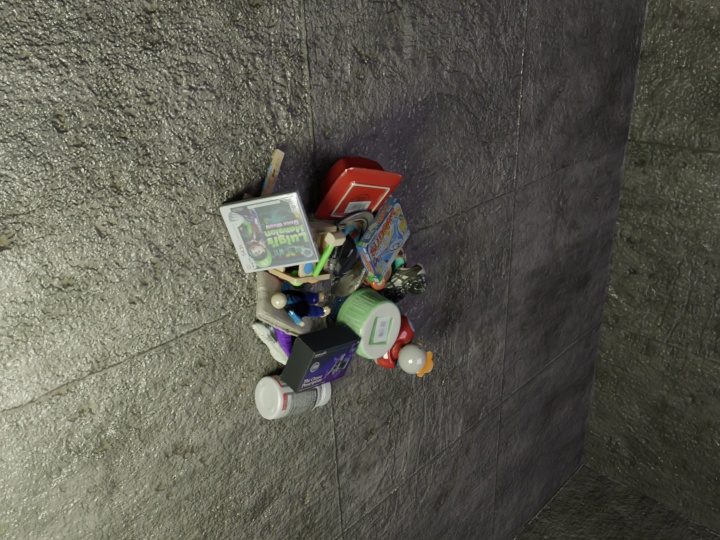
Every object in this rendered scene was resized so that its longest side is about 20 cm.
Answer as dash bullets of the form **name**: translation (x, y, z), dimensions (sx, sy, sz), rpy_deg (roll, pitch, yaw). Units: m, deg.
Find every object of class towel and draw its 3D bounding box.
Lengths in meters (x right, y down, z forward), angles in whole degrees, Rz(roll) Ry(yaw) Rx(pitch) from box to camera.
- **towel**: translation (-0.201, 0.092, 1.592), dimensions (0.199, 0.034, 0.134), rpy_deg (35, 40, -46)
- **towel**: translation (-0.015, 0.141, 1.847), dimensions (0.200, 0.048, 0.112), rpy_deg (44, 73, -46)

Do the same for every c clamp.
- **c clamp**: translation (-0.044, -0.078, 1.661), dimensions (0.169, 0.027, 0.201), rpy_deg (-7, 136, -32)

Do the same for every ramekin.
- **ramekin**: translation (0.029, 0.161, 1.791), dimensions (0.199, 0.097, 0.203), rpy_deg (-20, 119, -41)

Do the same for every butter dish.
- **butter dish**: translation (-0.024, -0.237, 1.621), dimensions (0.198, 0.149, 0.200), rpy_deg (-1, 144, -38)

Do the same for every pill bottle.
- **pill bottle**: translation (-0.185, 0.343, 1.699), dimensions (0.199, 0.113, 0.116), rpy_deg (2, 105, -47)

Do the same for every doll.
- **doll**: translation (-0.163, 0.081, 1.581), dimensions (0.048, 0.138, 0.199), rpy_deg (-35, 159, 25)

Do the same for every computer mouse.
- **computer mouse**: translation (-0.051, 0.010, 1.590), dimensions (0.201, 0.045, 0.141), rpy_deg (-74, -175, -48)

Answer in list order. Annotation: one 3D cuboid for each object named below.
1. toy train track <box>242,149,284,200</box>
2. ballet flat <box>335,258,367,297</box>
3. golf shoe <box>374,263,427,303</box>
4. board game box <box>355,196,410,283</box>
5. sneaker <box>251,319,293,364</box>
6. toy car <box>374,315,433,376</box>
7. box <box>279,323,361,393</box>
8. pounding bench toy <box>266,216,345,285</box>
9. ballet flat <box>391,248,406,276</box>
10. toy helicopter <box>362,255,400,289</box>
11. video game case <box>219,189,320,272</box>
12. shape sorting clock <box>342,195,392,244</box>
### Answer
- **toy train track**: translation (-0.234, -0.199, 1.493), dimensions (0.114, 0.032, 0.203), rpy_deg (22, 83, -42)
- **ballet flat**: translation (0.000, 0.000, 1.754), dimensions (0.200, 0.067, 0.046), rpy_deg (-50, 162, 18)
- **golf shoe**: translation (0.118, 0.039, 1.873), dimensions (0.078, 0.198, 0.095), rpy_deg (46, 37, -41)
- **board game box**: translation (0.065, -0.085, 1.673), dimensions (0.201, 0.034, 0.136), rpy_deg (-57, 141, -31)
- **sneaker**: translation (-0.206, 0.180, 1.645), dimensions (0.100, 0.069, 0.201), rpy_deg (-50, 136, -25)
- **toy car**: translation (0.155, 0.251, 1.934), dimensions (0.178, 0.198, 0.184), rpy_deg (-62, 151, -8)
- **box**: translation (-0.107, 0.237, 1.659), dimensions (0.199, 0.079, 0.143), rpy_deg (-9, 128, -52)
- **pounding bench toy**: translation (-0.129, -0.038, 1.540), dimensions (0.123, 0.199, 0.158), rpy_deg (-8, 111, -45)
- **ballet flat**: translation (0.112, -0.059, 1.897), dimensions (0.071, 0.068, 0.202), rpy_deg (-60, 145, -50)
- **toy helicopter**: translation (0.038, -0.051, 1.810), dimensions (0.132, 0.079, 0.201), rpy_deg (-40, 119, -20)
- **video game case**: translation (-0.213, -0.088, 1.440), dimensions (0.023, 0.197, 0.184), rpy_deg (-74, 151, -57)
- **shape sorting clock**: translation (0.024, -0.152, 1.746), dimensions (0.198, 0.039, 0.203), rpy_deg (-2, 93, -33)
